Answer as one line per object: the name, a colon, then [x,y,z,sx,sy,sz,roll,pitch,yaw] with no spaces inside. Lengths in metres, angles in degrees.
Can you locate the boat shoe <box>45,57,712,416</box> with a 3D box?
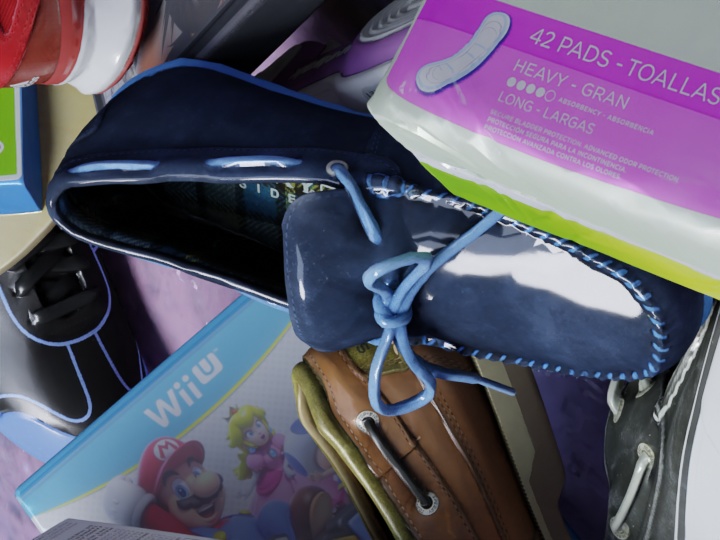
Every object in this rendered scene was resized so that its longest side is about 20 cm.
boat shoe: [0.000,0.000,0.729,0.199,0.069,0.085,12,129,34]

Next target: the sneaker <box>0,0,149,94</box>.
sneaker: [-0.134,-0.152,0.789,0.078,0.115,0.201,-33,65,55]

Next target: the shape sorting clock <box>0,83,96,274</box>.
shape sorting clock: [-0.178,-0.084,0.944,0.198,0.039,0.202,-2,84,17]

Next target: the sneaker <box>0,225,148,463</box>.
sneaker: [-0.138,-0.018,0.986,0.201,0.070,0.078,55,147,9]

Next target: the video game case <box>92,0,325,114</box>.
video game case: [-0.047,-0.156,0.782,0.200,0.025,0.182,-38,61,52]

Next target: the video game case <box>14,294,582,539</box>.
video game case: [-0.004,0.107,0.873,0.200,0.143,0.018,51,-176,13]

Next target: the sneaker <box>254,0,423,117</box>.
sneaker: [0.010,-0.027,0.808,0.100,0.075,0.200,52,151,-13]

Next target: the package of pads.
package of pads: [0.115,-0.067,0.608,0.199,0.155,0.068,23,171,38]

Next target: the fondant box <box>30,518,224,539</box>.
fondant box: [-0.033,0.159,0.796,0.199,0.058,0.145,2,114,51]

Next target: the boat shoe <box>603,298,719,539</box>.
boat shoe: [0.100,0.052,0.758,0.064,0.071,0.201,34,136,29]

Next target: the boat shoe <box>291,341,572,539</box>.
boat shoe: [0.036,0.105,0.791,0.201,0.068,0.072,68,164,-5]
